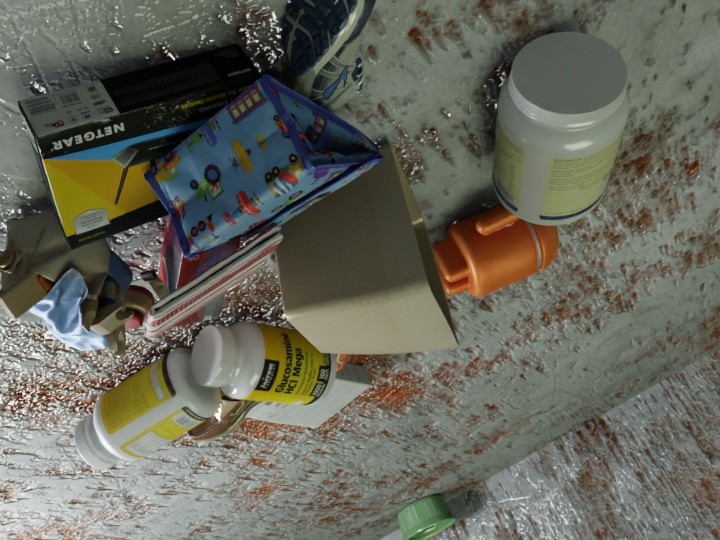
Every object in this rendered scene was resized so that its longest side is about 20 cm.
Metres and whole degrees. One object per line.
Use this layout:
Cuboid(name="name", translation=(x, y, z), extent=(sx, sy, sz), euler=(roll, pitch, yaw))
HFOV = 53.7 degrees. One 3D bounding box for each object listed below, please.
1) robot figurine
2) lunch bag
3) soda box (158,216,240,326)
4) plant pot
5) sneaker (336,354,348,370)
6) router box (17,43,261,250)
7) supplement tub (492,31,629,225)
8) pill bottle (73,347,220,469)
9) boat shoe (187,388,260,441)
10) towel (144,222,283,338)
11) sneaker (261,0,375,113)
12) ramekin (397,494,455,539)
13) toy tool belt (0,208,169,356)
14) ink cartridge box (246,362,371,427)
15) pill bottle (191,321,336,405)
Cuboid(name="robot figurine", translation=(0.205, -0.035, 1.053), extent=(0.199, 0.117, 0.144), euler=(-22, 110, -6))
Cuboid(name="lunch bag", translation=(-0.076, -0.091, 0.687), extent=(0.150, 0.094, 0.200), euler=(-32, 171, 23))
Cuboid(name="soda box", translation=(-0.190, -0.019, 0.827), extent=(0.070, 0.064, 0.200), euler=(-10, 146, -29))
Cuboid(name="plant pot", translation=(0.000, 0.000, 0.888), extent=(0.176, 0.201, 0.200), euler=(-18, 151, 9))
Cuboid(name="sneaker", translation=(-0.025, 0.101, 1.138), extent=(0.077, 0.073, 0.200), euler=(-27, 158, -27))
Cuboid(name="router box", translation=(-0.192, -0.114, 0.660), extent=(0.199, 0.051, 0.149), euler=(-24, 152, -24))
Cuboid(name="supplement tub", translation=(0.233, -0.162, 0.843), extent=(0.144, 0.145, 0.200), euler=(-22, 150, -6))
Cuboid(name="pill bottle", translation=(-0.313, 0.206, 1.038), extent=(0.199, 0.112, 0.112), euler=(-31, 150, 10))
Cuboid(name="boat shoe", translation=(-0.211, 0.203, 1.159), extent=(0.200, 0.076, 0.072), euler=(-40, 145, 6))
Cuboid(name="towel", translation=(-0.154, 0.014, 0.713), extent=(0.144, 0.023, 0.200), euler=(-36, -178, -20))
Cuboid(name="sneaker", translation=(-0.031, -0.200, 0.666), extent=(0.085, 0.077, 0.200), euler=(-8, 155, -36))
Cuboid(name="ramekin", translation=(0.227, 0.876, 2.514), extent=(0.199, 0.098, 0.200), euler=(-19, 150, -11))
Cuboid(name="toy tool belt", translation=(-0.292, 0.036, 0.744), extent=(0.124, 0.123, 0.200), euler=(-11, 144, 16))
Cuboid(name="ink cartridge box", translation=(-0.101, 0.221, 1.300), extent=(0.160, 0.047, 0.200), euler=(-40, 142, 24))
Cuboid(name="pill bottle", translation=(-0.141, 0.136, 1.050), extent=(0.199, 0.113, 0.112), euler=(14, 132, -41))
